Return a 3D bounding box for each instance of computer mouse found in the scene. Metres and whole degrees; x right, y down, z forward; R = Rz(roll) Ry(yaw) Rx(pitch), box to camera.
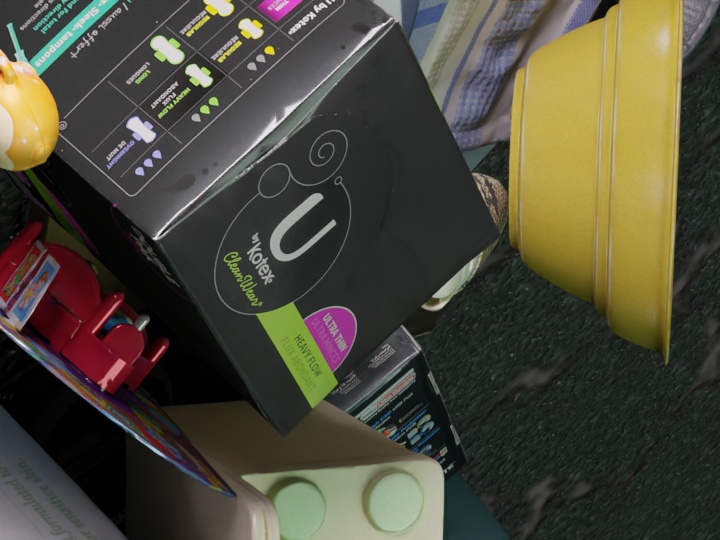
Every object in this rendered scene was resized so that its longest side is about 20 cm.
[{"bbox_3d":[-0.146,0.098,1.214,0.138,0.053,0.200,-28,148,-25],"label":"computer mouse"}]

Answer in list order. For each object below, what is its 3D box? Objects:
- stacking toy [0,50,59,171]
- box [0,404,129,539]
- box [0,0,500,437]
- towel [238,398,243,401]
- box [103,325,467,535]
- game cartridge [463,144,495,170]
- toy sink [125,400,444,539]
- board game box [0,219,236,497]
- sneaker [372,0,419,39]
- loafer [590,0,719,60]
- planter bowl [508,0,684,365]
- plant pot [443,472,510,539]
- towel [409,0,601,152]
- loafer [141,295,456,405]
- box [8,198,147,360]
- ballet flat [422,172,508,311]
[{"bbox_3d":[-0.164,-0.097,0.773,0.110,0.200,0.116,-27,150,-33],"label":"stacking toy"},{"bbox_3d":[-0.222,0.180,1.088,0.200,0.199,0.171,-31,150,-30],"label":"box"},{"bbox_3d":[-0.068,-0.062,0.936,0.124,0.200,0.149,-43,144,-10],"label":"box"},{"bbox_3d":[-0.093,0.095,1.343,0.200,0.034,0.133,-28,147,-29],"label":"towel"},{"bbox_3d":[-0.041,0.121,1.275,0.200,0.046,0.159,-39,152,-8],"label":"box"},{"bbox_3d":[0.032,-0.098,1.220,0.133,0.041,0.200,-51,159,-12],"label":"game cartridge"},{"bbox_3d":[-0.030,0.143,1.100,0.112,0.200,0.131,-3,99,-21],"label":"toy sink"},{"bbox_3d":[-0.115,0.019,1.010,0.158,0.200,0.039,40,90,-30],"label":"board game box"},{"bbox_3d":[-0.020,-0.086,1.060,0.082,0.070,0.200,-52,153,-64],"label":"sneaker"},{"bbox_3d":[0.170,-0.157,1.311,0.200,0.072,0.063,-53,169,-9],"label":"loafer"},{"bbox_3d":[0.117,-0.055,1.185,0.200,0.083,0.201,3,90,-84],"label":"planter bowl"},{"bbox_3d":[0.022,0.205,1.478,0.141,0.200,0.141,-54,153,16],"label":"plant pot"},{"bbox_3d":[0.061,-0.115,1.174,0.200,0.024,0.147,-14,137,-56],"label":"towel"},{"bbox_3d":[-0.037,0.032,1.287,0.200,0.073,0.071,-11,126,-35],"label":"loafer"},{"bbox_3d":[-0.090,-0.058,1.139,0.163,0.021,0.200,-26,148,-35],"label":"box"},{"bbox_3d":[0.000,0.000,1.186,0.200,0.075,0.068,-12,114,-23],"label":"ballet flat"}]
